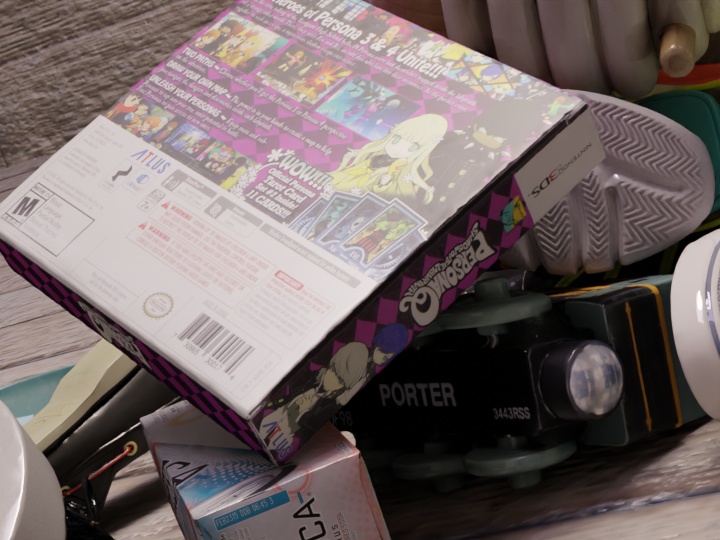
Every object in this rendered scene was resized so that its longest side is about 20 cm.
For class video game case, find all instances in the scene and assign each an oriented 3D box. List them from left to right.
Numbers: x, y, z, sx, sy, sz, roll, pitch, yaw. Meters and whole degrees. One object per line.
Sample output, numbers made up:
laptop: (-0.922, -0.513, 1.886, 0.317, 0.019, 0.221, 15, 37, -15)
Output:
video game case: (-0.032, -0.032, 0.812, 0.181, 0.036, 0.200, -43, 43, -17)

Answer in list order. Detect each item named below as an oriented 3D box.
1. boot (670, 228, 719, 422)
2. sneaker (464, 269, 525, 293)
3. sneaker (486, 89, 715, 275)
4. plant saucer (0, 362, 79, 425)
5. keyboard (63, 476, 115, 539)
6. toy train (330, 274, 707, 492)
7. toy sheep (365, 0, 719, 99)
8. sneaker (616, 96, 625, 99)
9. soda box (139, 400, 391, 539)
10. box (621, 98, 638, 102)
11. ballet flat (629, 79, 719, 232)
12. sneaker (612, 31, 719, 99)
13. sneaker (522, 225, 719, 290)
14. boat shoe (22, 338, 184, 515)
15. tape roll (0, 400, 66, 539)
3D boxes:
boot: (0.196, -0.002, 0.818, 0.090, 0.073, 0.200, -20, 8, 32)
sneaker: (0.000, 0.000, 1.066, 0.199, 0.116, 0.075, -19, 10, 7)
sneaker: (0.056, -0.032, 0.889, 0.198, 0.078, 0.112, -4, -2, 11)
plant saucer: (-0.208, 0.104, 1.156, 0.199, 0.036, 0.200, -19, 11, 4)
keyboard: (-0.136, 0.146, 0.848, 0.104, 0.040, 0.200, -45, 15, -6)
toy train: (0.057, 0.043, 0.858, 0.113, 0.086, 0.199, -12, 2, -33)
toy sheep: (0.099, -0.131, 0.884, 0.198, 0.139, 0.138, -2, 14, 11)
sneaker: (0.101, -0.080, 1.112, 0.083, 0.121, 0.200, 7, -35, -37)
soda box: (-0.039, 0.093, 0.813, 0.068, 0.064, 0.200, -22, 10, -9)
box: (0.183, -0.057, 1.015, 0.198, 0.050, 0.075, -11, -30, -13)
ballet flat: (0.176, -0.054, 0.873, 0.067, 0.067, 0.199, 8, -19, -38)
sneaker: (0.117, -0.128, 0.987, 0.199, 0.083, 0.077, 2, 22, 25)
sneaker: (0.171, -0.019, 0.962, 0.198, 0.076, 0.076, -14, 0, 2)
boat shoe: (-0.148, 0.099, 0.986, 0.201, 0.063, 0.074, -42, 17, -24)
tape roll: (-0.210, 0.126, 0.795, 0.201, 0.037, 0.204, -18, 39, 15)
